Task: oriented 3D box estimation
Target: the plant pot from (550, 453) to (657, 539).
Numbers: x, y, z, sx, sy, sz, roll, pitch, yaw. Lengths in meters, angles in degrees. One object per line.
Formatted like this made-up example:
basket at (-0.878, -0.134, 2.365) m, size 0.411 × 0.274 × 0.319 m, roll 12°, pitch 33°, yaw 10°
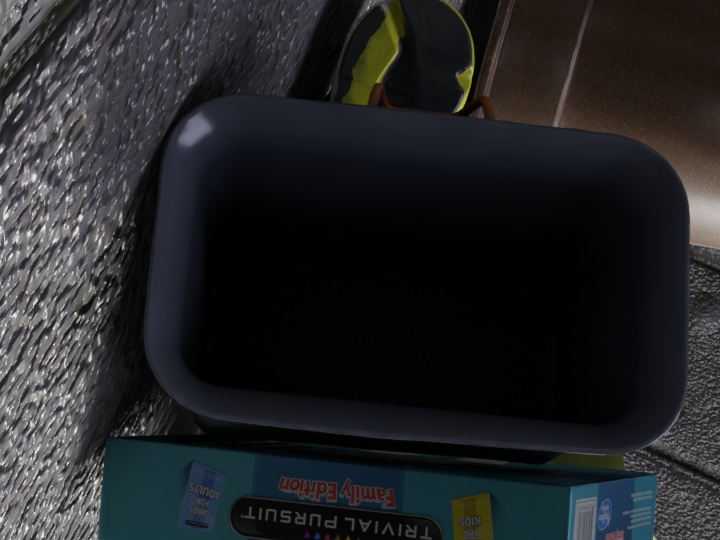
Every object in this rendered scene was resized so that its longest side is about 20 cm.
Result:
plant pot at (0.111, 0.157, 1.332) m, size 0.190 × 0.200 × 0.200 m, roll -73°, pitch 180°, yaw -59°

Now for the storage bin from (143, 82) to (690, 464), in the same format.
storage bin at (0.015, 0.010, 0.780) m, size 0.134 × 0.200 × 0.146 m, roll 114°, pitch -19°, yaw -71°

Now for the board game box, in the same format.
board game box at (0.012, 0.102, 0.836) m, size 0.151 × 0.200 × 0.047 m, roll 11°, pitch 83°, yaw -68°

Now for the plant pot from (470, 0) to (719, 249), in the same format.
plant pot at (0.179, -0.102, 1.191) m, size 0.200 × 0.198 × 0.200 m, roll 17°, pitch 90°, yaw -82°

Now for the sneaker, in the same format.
sneaker at (-0.002, -0.030, 0.892) m, size 0.200 × 0.074 × 0.085 m, roll -62°, pitch 179°, yaw 6°
